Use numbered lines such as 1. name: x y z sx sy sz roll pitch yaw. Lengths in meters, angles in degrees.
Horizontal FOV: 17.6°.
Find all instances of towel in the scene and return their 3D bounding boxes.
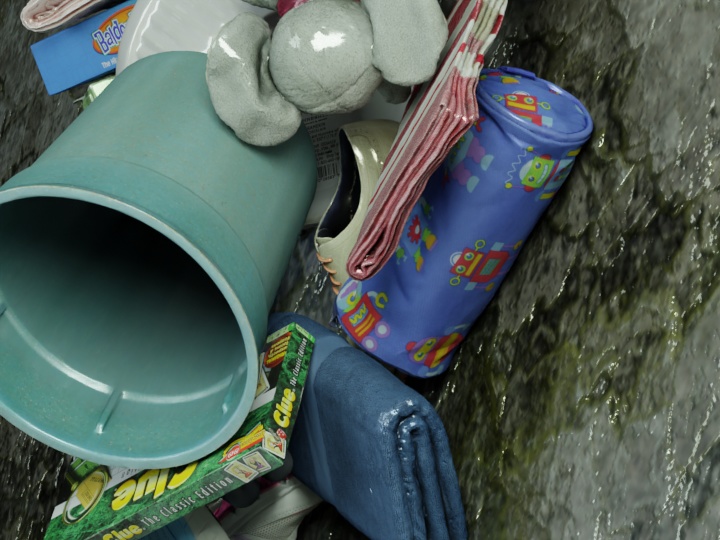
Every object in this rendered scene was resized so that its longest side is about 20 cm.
1. towel: -0.003 0.096 1.406 0.200 0.048 0.112 32 136 61
2. towel: -0.125 -0.234 1.704 0.191 0.200 0.032 -18 99 34
3. towel: 0.048 -0.102 1.321 0.144 0.023 0.200 -58 8 44

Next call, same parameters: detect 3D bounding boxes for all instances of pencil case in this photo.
1. pencil case: 0.058 -0.030 1.376 0.200 0.078 0.087 -59 38 29

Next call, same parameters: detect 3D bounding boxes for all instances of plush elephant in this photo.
1. plush elephant: -0.010 -0.157 1.351 0.164 0.200 0.155 -10 87 31

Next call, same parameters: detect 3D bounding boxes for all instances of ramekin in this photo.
1. ramekin: -0.051 -0.122 1.535 0.105 0.200 0.200 38 111 54

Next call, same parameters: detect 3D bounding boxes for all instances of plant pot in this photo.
1. plant pot: -0.123 -0.020 1.389 0.200 0.200 0.196 -52 6 40

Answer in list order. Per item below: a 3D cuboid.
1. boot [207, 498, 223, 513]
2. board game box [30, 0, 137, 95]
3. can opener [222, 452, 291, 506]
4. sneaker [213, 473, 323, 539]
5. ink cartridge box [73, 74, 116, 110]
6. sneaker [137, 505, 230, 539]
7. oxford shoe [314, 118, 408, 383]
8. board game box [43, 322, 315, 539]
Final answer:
1. boot: -0.102 0.223 1.620 0.200 0.075 0.097 -49 58 31
2. board game box: -0.125 -0.193 1.724 0.200 0.152 0.045 -17 97 42
3. can opener: -0.094 0.121 1.513 0.053 0.067 0.200 -37 22 -14
4. sneaker: -0.076 0.204 1.542 0.200 0.088 0.081 -47 3 14
5. ink cartridge box: -0.146 -0.145 1.815 0.200 0.145 0.048 174 73 -80
6. sneaker: -0.097 0.224 1.453 0.090 0.200 0.078 -40 -8 -21
7. oxford shoe: 0.000 0.000 1.477 0.071 0.074 0.200 -157 73 -64
8. board game box: -0.113 0.111 1.410 0.200 0.023 0.105 -30 33 33
